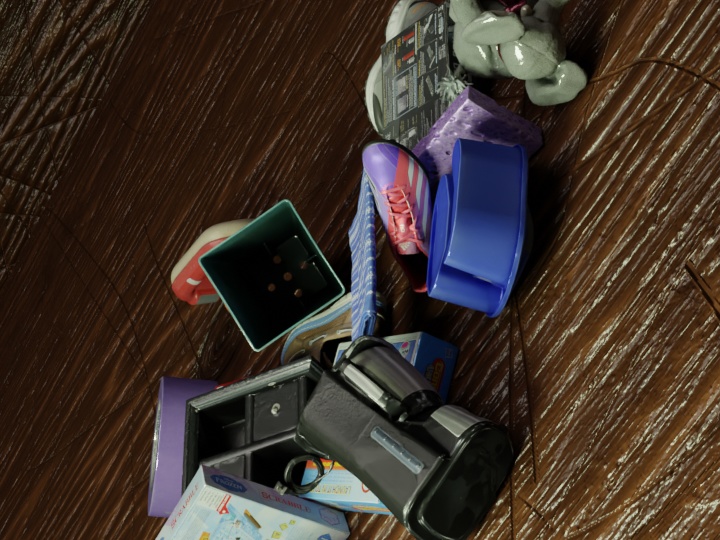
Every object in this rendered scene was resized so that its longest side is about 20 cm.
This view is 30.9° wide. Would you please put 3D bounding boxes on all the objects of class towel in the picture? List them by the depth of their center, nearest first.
[{"bbox_3d":[0.000,0.000,1.523,0.145,0.023,0.202,102,168,-58],"label":"towel"}]

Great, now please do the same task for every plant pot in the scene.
[{"bbox_3d":[-0.108,0.008,1.743,0.140,0.142,0.200,-33,-2,1],"label":"plant pot"}]

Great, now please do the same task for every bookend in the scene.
[{"bbox_3d":[-0.120,0.240,1.629,0.197,0.092,0.202,-20,51,24],"label":"bookend"}]

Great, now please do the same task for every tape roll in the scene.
[{"bbox_3d":[-0.258,0.258,1.892,0.200,0.084,0.203,-173,90,-80],"label":"tape roll"}]

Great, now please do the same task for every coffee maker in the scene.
[{"bbox_3d":[0.037,0.196,1.337,0.200,0.134,0.194,36,110,45],"label":"coffee maker"}]

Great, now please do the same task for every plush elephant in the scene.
[{"bbox_3d":[0.178,-0.269,1.459,0.154,0.164,0.202,9,72,50],"label":"plush elephant"}]

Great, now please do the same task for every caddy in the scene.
[{"bbox_3d":[0.139,-0.048,1.416,0.142,0.103,0.202,109,171,-55],"label":"caddy"}]

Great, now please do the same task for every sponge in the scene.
[{"bbox_3d":[0.109,-0.116,1.515,0.200,0.111,0.030,-47,29,37],"label":"sponge"}]

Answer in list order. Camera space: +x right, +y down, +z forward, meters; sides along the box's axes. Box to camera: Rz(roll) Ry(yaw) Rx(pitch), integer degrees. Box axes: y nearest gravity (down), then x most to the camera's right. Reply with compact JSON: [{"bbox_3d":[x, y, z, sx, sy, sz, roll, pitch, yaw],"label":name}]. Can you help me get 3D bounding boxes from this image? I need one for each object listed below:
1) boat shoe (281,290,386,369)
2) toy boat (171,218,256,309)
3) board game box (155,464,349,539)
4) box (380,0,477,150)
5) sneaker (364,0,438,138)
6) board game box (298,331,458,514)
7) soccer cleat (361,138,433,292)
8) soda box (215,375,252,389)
[{"bbox_3d":[-0.041,0.099,1.682,0.200,0.072,0.073,-44,34,41],"label":"boat shoe"},{"bbox_3d":[-0.204,0.010,2.056,0.200,0.129,0.132,-45,63,40],"label":"toy boat"},{"bbox_3d":[-0.146,0.344,1.543,0.201,0.198,0.041,-56,27,20],"label":"board game box"},{"bbox_3d":[0.086,-0.217,1.660,0.157,0.049,0.203,-24,63,57],"label":"box"},{"bbox_3d":[0.064,-0.277,1.787,0.079,0.074,0.203,16,89,41],"label":"sneaker"},{"bbox_3d":[0.018,0.180,1.519,0.199,0.055,0.198,-12,59,60],"label":"board game box"},{"bbox_3d":[0.051,-0.062,1.491,0.067,0.201,0.074,-6,45,21],"label":"soccer cleat"},{"bbox_3d":[-0.162,0.249,1.782,0.063,0.070,0.202,-17,46,16],"label":"soda box"}]
